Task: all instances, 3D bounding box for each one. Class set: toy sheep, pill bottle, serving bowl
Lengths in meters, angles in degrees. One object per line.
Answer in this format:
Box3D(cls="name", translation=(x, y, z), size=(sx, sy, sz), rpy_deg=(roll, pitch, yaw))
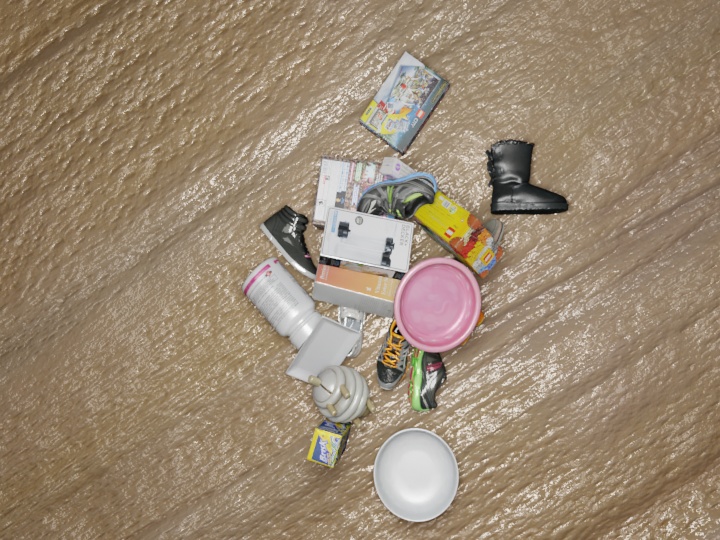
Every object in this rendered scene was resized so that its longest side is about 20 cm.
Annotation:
Box3D(cls="toy sheep", translation=(-0.045, 0.282, 1.504), size=(0.136, 0.199, 0.141), rpy_deg=(-26, 44, 28))
Box3D(cls="pill bottle", translation=(-0.178, 0.080, 1.554), size=(0.113, 0.113, 0.201), rpy_deg=(-43, 82, 2))
Box3D(cls="serving bowl", translation=(0.128, 0.463, 1.517), size=(0.193, 0.066, 0.208), rpy_deg=(0, 87, 6))

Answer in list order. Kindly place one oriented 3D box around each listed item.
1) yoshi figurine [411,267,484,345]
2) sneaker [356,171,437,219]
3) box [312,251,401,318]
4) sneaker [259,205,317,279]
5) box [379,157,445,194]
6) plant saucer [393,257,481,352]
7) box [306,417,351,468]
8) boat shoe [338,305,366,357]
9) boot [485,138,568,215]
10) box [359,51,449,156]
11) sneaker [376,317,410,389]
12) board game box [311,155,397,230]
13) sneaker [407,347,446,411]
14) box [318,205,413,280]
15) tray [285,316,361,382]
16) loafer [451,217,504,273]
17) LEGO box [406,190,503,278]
Box3D(cls="yoshi figurine", translation=(0.186, 0.068, 1.489), size=(0.199, 0.113, 0.112), rpy_deg=(43, 126, -4))
Box3D(cls="sneaker", translation=(0.075, -0.150, 1.438), size=(0.194, 0.071, 0.085), rpy_deg=(-16, 52, 23))
Box3D(cls="box", translation=(0.000, 0.000, 1.507), size=(0.194, 0.107, 0.157), rpy_deg=(13, 68, -3))
Box3D(cls="sneaker", translation=(-0.146, -0.073, 1.581), size=(0.099, 0.071, 0.200), rpy_deg=(-45, 78, 7))
Box3D(cls="box", translation=(0.122, -0.199, 1.506), size=(0.041, 0.198, 0.040), rpy_deg=(11, 79, 44))
Box3D(cls="plant saucer", translation=(0.162, 0.071, 1.424), size=(0.194, 0.051, 0.208), rpy_deg=(-2, 101, -12))
Box3D(cls="box", translation=(-0.066, 0.380, 1.477), size=(0.062, 0.200, 0.072), rpy_deg=(16, 87, 7))
Box3D(cls="boat shoe", translation=(-0.018, 0.103, 1.556), size=(0.068, 0.069, 0.207), rpy_deg=(0, 86, 6))
Box3D(cls="boot", translation=(0.385, -0.216, 1.534), size=(0.191, 0.073, 0.168), rpy_deg=(1, 83, 7))
Box3D(cls="box", translation=(0.106, -0.401, 1.592), size=(0.135, 0.038, 0.202), rpy_deg=(36, 91, 8))
Box3D(cls="sneaker", translation=(0.082, 0.176, 1.532), size=(0.076, 0.077, 0.206), rpy_deg=(16, 87, 15))
Box3D(cls="board game box", translation=(-0.004, -0.169, 1.559), size=(0.193, 0.097, 0.165), rpy_deg=(9, 87, 7))
Box3D(cls="sneaker", translation=(0.162, 0.224, 1.535), size=(0.081, 0.077, 0.207), rpy_deg=(10, 90, -10))
Box3D(cls="box", translation=(0.013, -0.060, 1.437), size=(0.193, 0.060, 0.120), rpy_deg=(12, 72, -4))
Box3D(cls="tray", translation=(-0.087, 0.186, 1.525), size=(0.105, 0.022, 0.202), rpy_deg=(24, 123, -16))
Box3D(cls="loafer", translation=(0.256, -0.041, 1.526), size=(0.062, 0.072, 0.202), rpy_deg=(34, 94, -27))
Box3D(cls="LEGO box", translation=(0.203, -0.093, 1.460), size=(0.078, 0.148, 0.200), rpy_deg=(-48, 46, 2))
